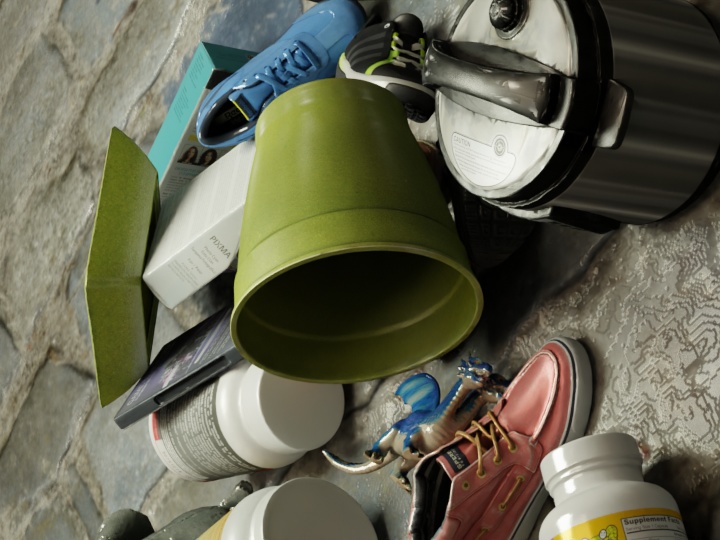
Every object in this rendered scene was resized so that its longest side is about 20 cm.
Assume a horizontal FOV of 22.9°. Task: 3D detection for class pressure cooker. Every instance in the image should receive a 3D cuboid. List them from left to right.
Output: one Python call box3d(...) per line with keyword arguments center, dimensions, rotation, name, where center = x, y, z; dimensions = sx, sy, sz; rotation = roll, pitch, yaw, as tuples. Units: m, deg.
box3d(center=(0.146, -0.126, 1.272), dimensions=(0.176, 0.199, 0.180), rotation=(-40, 54, 45), name="pressure cooker")

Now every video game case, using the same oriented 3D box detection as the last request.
box3d(center=(-0.138, 0.069, 1.695), dimensions=(0.199, 0.019, 0.143), rotation=(-32, 15, 28), name="video game case")

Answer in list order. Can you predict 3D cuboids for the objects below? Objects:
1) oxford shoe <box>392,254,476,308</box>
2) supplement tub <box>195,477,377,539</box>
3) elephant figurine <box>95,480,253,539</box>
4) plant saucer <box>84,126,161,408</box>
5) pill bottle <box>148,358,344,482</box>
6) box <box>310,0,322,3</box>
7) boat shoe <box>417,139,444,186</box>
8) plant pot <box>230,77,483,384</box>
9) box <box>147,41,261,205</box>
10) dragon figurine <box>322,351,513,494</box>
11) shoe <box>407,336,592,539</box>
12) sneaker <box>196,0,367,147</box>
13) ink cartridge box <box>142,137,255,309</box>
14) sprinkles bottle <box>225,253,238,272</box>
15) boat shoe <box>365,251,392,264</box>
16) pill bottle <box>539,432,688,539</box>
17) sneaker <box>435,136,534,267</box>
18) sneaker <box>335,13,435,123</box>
box3d(center=(0.030, 0.053, 1.532), dimensions=(0.200, 0.071, 0.073), rotation=(-44, 54, 43), name="oxford shoe")
box3d(center=(-0.085, 0.283, 1.598), dimensions=(0.200, 0.144, 0.146), rotation=(-43, 51, 44), name="supplement tub")
box3d(center=(-0.210, 0.300, 1.724), dimensions=(0.142, 0.198, 0.157), rotation=(-47, 46, 51), name="elephant figurine")
box3d(center=(-0.224, -0.002, 1.723), dimensions=(0.201, 0.047, 0.201), rotation=(93, 179, -51), name="plant saucer")
box3d(center=(-0.108, 0.135, 1.684), dimensions=(0.199, 0.113, 0.115), rotation=(-18, 70, 54), name="pill bottle")
box3d(center=(-0.015, -0.355, 1.623), dimensions=(0.199, 0.117, 0.199), rotation=(7, 91, 57), name="box")
box3d(center=(0.000, -0.083, 1.595), dimensions=(0.199, 0.071, 0.077), rotation=(-3, 82, 56), name="boat shoe")
box3d(center=(-0.014, -0.043, 1.430), dimensions=(0.200, 0.199, 0.194), rotation=(-44, 44, 43), name="plant pot")
box3d(center=(-0.162, -0.137, 1.836), dimensions=(0.201, 0.082, 0.049), rotation=(-60, 40, 30), name="box")
box3d(center=(0.053, 0.127, 1.479), dimensions=(0.200, 0.059, 0.100), rotation=(-23, 31, 56), name="dragon figurine")
box3d(center=(0.106, 0.141, 1.384), dimensions=(0.072, 0.090, 0.202), rotation=(47, 123, 48), name="shoe")
box3d(center=(-0.074, -0.178, 1.657), dimensions=(0.199, 0.066, 0.079), rotation=(-36, 12, 23), name="sneaker")
box3d(center=(-0.110, -0.068, 1.670), dimensions=(0.199, 0.047, 0.161), rotation=(-33, 23, 18), name="ink cartridge box")
box3d(center=(-0.130, -0.031, 1.783), dimensions=(0.199, 0.068, 0.069), rotation=(-9, 78, 55), name="sprinkles bottle")
box3d(center=(0.000, 0.000, 1.584), dimensions=(0.200, 0.070, 0.064), rotation=(-45, 51, 45), name="boat shoe")
box3d(center=(0.185, 0.220, 1.243), dimensions=(0.104, 0.103, 0.202), rotation=(-43, 51, 44), name="pill bottle")
box3d(center=(0.101, -0.097, 1.463), dimensions=(0.091, 0.075, 0.202), rotation=(148, 128, -61), name="sneaker")
box3d(center=(0.025, -0.188, 1.553), dimensions=(0.083, 0.071, 0.200), rotation=(-64, 21, 7), name="sneaker")
